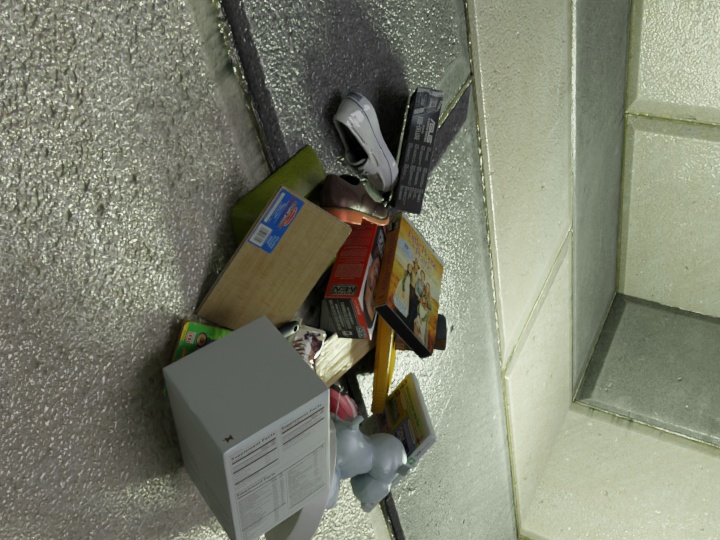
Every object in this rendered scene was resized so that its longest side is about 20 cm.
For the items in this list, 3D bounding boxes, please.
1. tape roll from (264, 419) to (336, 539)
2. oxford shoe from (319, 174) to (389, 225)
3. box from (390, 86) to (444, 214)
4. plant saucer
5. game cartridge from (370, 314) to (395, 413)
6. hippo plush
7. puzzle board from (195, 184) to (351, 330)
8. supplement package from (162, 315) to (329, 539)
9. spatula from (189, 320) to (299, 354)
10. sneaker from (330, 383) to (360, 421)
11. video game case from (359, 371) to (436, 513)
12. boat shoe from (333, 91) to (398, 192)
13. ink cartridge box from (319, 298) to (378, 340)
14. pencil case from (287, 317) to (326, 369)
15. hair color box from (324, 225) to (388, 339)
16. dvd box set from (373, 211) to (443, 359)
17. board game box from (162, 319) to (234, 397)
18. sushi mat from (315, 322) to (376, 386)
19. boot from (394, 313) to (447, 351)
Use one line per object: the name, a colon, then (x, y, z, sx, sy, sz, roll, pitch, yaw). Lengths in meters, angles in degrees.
tape roll: (-0.093, 0.310, 1.162, 0.036, 0.202, 0.208, 18, 85, -19)
oxford shoe: (-0.003, -0.105, 1.165, 0.199, 0.069, 0.075, -5, 97, -70)
box: (0.095, -0.204, 1.341, 0.158, 0.048, 0.206, -97, -163, -84)
plant saucer: (-0.095, -0.045, 1.128, 0.200, 0.047, 0.204, -48, 141, -43)
game cartridge: (0.049, 0.134, 1.442, 0.177, 0.032, 0.205, -61, 158, -72)
hippo plush: (-0.010, 0.289, 1.264, 0.158, 0.159, 0.204, 17, 107, -32)
puzzle board: (-0.114, -0.004, 1.045, 0.150, 0.017, 0.202, 28, 99, -47)
supplement package: (-0.136, 0.202, 0.975, 0.149, 0.151, 0.203, -26, 139, -28)
spatula: (-0.153, 0.105, 1.041, 0.197, 0.020, 0.058, -20, 120, -43)
sneaker: (-0.049, 0.289, 1.341, 0.087, 0.072, 0.205, -40, 136, -46)
video game case: (0.053, 0.300, 1.383, 0.183, 0.022, 0.201, -50, -160, 14)
boat shoe: (0.002, -0.188, 1.237, 0.066, 0.073, 0.202, -50, 139, -20)
ink cartridge box: (-0.006, 0.081, 1.366, 0.199, 0.038, 0.102, -22, 121, -58)
pencil case: (-0.113, 0.171, 1.161, 0.089, 0.076, 0.205, 40, 66, -78)
hair color box: (0.000, 0.000, 1.258, 0.103, 0.060, 0.203, 73, 24, -46)
dvd box set: (0.085, 0.023, 1.302, 0.147, 0.029, 0.203, 48, 39, -34)
board game box: (-0.192, 0.126, 1.044, 0.199, 0.029, 0.098, 26, 78, -64)
sushi mat: (-0.023, 0.129, 1.304, 0.199, 0.012, 0.098, -37, 133, -49)
boot: (0.120, 0.109, 1.478, 0.200, 0.094, 0.077, -62, 159, -70)
